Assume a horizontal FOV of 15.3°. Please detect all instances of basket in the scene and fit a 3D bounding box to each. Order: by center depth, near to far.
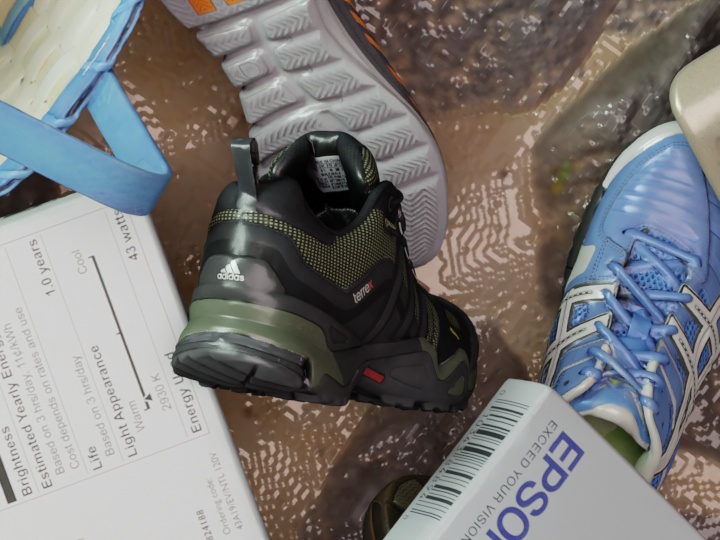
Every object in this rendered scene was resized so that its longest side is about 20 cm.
[{"bbox_3d":[-0.159,-0.096,0.965,0.176,0.200,0.139,28,102,-24],"label":"basket"}]

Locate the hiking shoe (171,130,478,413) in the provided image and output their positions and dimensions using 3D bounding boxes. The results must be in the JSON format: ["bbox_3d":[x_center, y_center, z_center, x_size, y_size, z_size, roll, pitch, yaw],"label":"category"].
[{"bbox_3d":[0.000,0.000,1.015,0.076,0.200,0.101,9,91,21],"label":"hiking shoe"}]

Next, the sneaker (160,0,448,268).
[{"bbox_3d":[-0.013,-0.099,1.073,0.077,0.112,0.200,-13,126,21],"label":"sneaker"}]

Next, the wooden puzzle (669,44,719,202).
[{"bbox_3d":[0.246,-0.036,1.082,0.185,0.037,0.200,-31,109,1],"label":"wooden puzzle"}]

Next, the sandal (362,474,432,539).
[{"bbox_3d":[0.034,0.183,1.077,0.055,0.082,0.200,-27,75,37],"label":"sandal"}]

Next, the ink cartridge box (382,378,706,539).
[{"bbox_3d":[0.070,0.178,1.008,0.200,0.043,0.196,43,74,-18],"label":"ink cartridge box"}]

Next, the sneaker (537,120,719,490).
[{"bbox_3d":[0.112,0.037,1.081,0.076,0.077,0.200,16,87,-3],"label":"sneaker"}]

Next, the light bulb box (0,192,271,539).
[{"bbox_3d":[-0.146,0.087,1.036,0.200,0.125,0.198,-20,92,-4],"label":"light bulb box"}]
